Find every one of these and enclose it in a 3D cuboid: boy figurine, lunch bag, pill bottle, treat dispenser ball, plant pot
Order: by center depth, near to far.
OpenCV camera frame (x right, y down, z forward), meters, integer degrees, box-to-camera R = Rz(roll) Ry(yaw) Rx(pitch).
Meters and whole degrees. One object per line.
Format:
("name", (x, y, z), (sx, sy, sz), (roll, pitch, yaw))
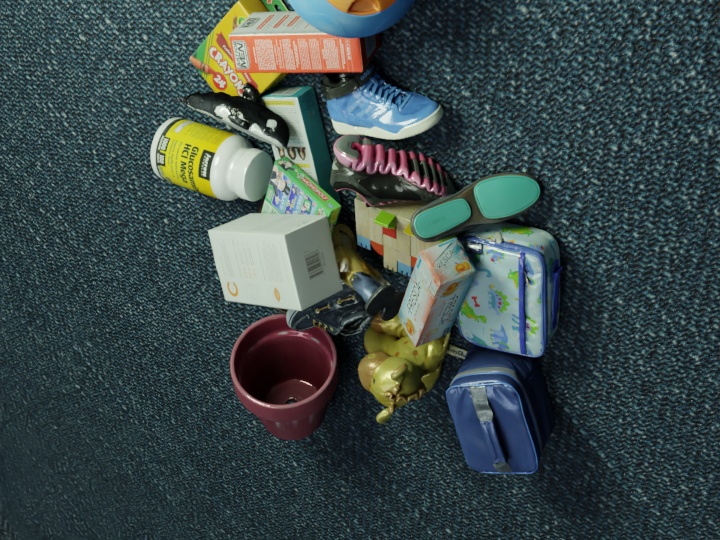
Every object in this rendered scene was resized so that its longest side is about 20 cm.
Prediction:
("treat dispenser ball", (-0.011, -0.409, 1.351), (0.199, 0.201, 0.203), (20, 130, 26))
("lunch bag", (0.223, 0.027, 1.558), (0.159, 0.082, 0.203), (14, 128, 27))
("lunch bag", (0.223, 0.234, 1.650), (0.134, 0.132, 0.202), (-7, 115, 32))
("boy figurine", (0.000, 0.000, 1.679), (0.065, 0.124, 0.201), (-51, 44, 14))
("pill bottle", (-0.251, -0.185, 1.756), (0.198, 0.112, 0.114), (19, 129, 27))
("plant pot", (-0.132, 0.212, 1.896), (0.198, 0.201, 0.180), (25, 147, 22))

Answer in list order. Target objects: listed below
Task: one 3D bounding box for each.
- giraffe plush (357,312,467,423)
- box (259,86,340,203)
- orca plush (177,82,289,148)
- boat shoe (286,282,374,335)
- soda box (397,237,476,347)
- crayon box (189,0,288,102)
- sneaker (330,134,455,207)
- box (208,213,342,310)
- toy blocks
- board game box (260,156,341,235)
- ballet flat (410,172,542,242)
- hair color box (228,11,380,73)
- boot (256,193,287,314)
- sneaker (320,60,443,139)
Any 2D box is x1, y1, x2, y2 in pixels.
("giraffe plush", (0.064, 0.166, 1.714), (0.198, 0.162, 0.175), (5, 122, 36))
("box", (-0.096, -0.194, 1.674), (0.081, 0.049, 0.203), (7, 123, 35))
("orca plush", (-0.189, -0.262, 1.640), (0.198, 0.105, 0.072), (25, 89, 33))
("boat shoe", (-0.056, 0.081, 1.784), (0.200, 0.070, 0.092), (-36, 59, 40))
("soda box", (0.113, 0.036, 1.555), (0.064, 0.068, 0.201), (60, 158, 23))
("crayon box", (-0.175, -0.346, 1.631), (0.128, 0.051, 0.199), (52, 136, -3))
("sneaker", (0.044, -0.132, 1.553), (0.197, 0.080, 0.096), (18, 127, -8))
("box", (-0.138, -0.017, 1.653), (0.198, 0.097, 0.126), (5, 114, 46))
("toy blocks", (0.069, -0.053, 1.624), (0.198, 0.100, 0.138), (22, 142, 22))
("board game box", (-0.109, -0.068, 1.697), (0.134, 0.029, 0.201), (41, 136, 21))
("ballet flat", (0.166, -0.094, 1.507), (0.197, 0.073, 0.074), (-19, 112, 4))
("hair color box", (-0.079, -0.332, 1.494), (0.197, 0.102, 0.062), (4, 123, 18))
("boot", (-0.130, -0.035, 1.808), (0.186, 0.064, 0.200), (44, 131, 1))
("sneaker", (0.024, -0.260, 1.514), (0.198, 0.077, 0.112), (9, 134, 41))
